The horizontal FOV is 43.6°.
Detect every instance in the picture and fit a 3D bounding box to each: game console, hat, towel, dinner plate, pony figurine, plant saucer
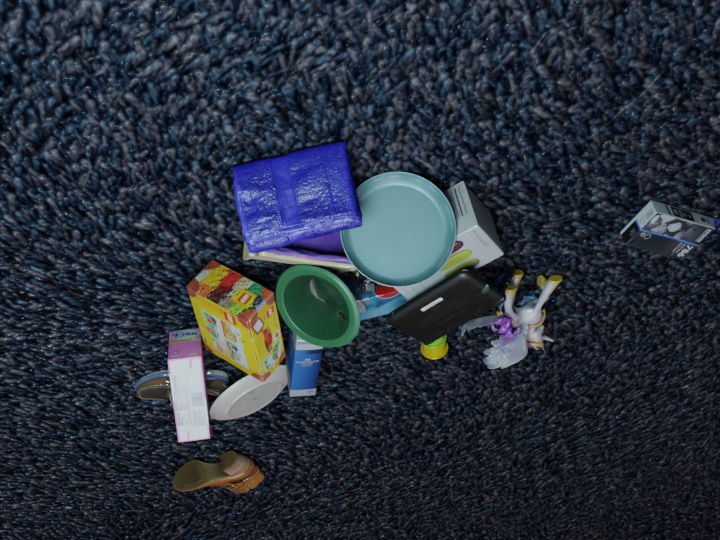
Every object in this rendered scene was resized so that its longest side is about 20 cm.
[{"bbox_3d":[0.171,0.043,1.686,0.175,0.117,0.199,31,131,-34],"label":"game console"},{"bbox_3d":[-0.048,0.028,1.647,0.198,0.176,0.167,0,117,33],"label":"hat"},{"bbox_3d":[-0.104,-0.120,1.463,0.198,0.149,0.050,-13,180,1],"label":"towel"},{"bbox_3d":[-0.230,0.270,1.937,0.199,0.024,0.201,-28,155,-14],"label":"dinner plate"},{"bbox_3d":[0.318,0.100,1.850,0.191,0.167,0.202,-11,127,-13],"label":"pony figurine"},{"bbox_3d":[0.064,-0.069,1.541,0.198,0.202,0.027,-9,168,-4],"label":"plant saucer"}]

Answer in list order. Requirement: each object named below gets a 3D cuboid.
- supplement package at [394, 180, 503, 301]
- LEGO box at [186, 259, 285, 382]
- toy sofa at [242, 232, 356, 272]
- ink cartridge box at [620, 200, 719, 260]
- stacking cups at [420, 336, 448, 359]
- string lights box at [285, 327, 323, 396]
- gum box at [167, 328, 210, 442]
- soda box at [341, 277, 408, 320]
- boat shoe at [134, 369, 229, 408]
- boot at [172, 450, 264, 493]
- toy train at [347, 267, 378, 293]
[{"bbox_3d":[0.139,-0.050,1.631,0.199,0.110,0.114,-29,139,21],"label":"supplement package"},{"bbox_3d":[-0.229,0.096,1.681,0.148,0.077,0.201,27,147,22],"label":"LEGO box"},{"bbox_3d":[-0.099,-0.051,1.563,0.198,0.084,0.097,8,172,-22],"label":"toy sofa"},{"bbox_3d":[0.622,-0.075,1.781,0.198,0.039,0.100,10,136,-26],"label":"ink cartridge box"},{"bbox_3d":[0.142,0.103,1.867,0.060,0.061,0.201,-13,138,2],"label":"stacking cups"},{"bbox_3d":[-0.116,0.158,1.826,0.058,0.103,0.201,-2,141,-11],"label":"string lights box"},{"bbox_3d":[-0.340,0.233,1.792,0.065,0.114,0.202,-5,115,-9],"label":"gum box"},{"bbox_3d":[0.053,0.040,1.756,0.198,0.065,0.068,-14,142,2],"label":"soda box"},{"bbox_3d":[-0.377,0.255,1.903,0.198,0.073,0.073,-6,141,-8],"label":"boat shoe"},{"bbox_3d":[-0.350,0.516,2.242,0.199,0.077,0.155,-28,143,8],"label":"boot"},{"bbox_3d":[0.000,0.000,1.627,0.034,0.200,0.046,-7,101,-8],"label":"toy train"}]
